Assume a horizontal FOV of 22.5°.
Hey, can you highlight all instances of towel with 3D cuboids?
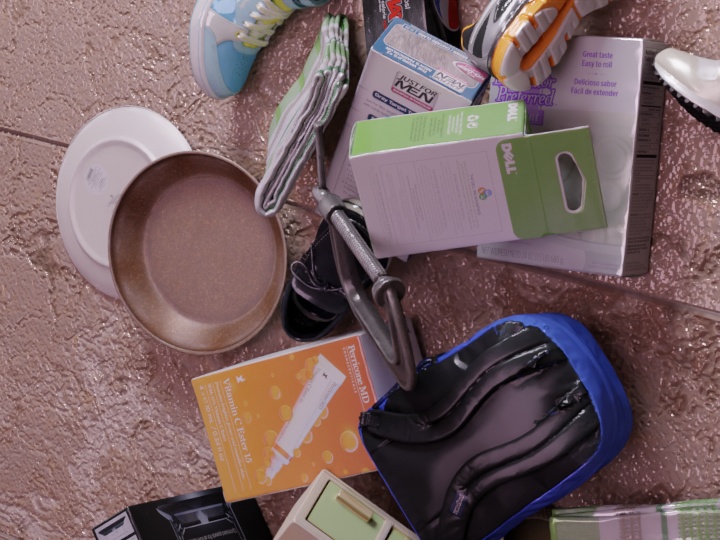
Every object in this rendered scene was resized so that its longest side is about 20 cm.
[{"bbox_3d":[-0.056,-0.146,1.633,0.031,0.200,0.150,26,111,-12],"label":"towel"},{"bbox_3d":[0.260,0.266,1.501,0.199,0.031,0.150,-5,90,13],"label":"towel"}]

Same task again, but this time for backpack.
[{"bbox_3d":[0.126,0.125,1.536,0.200,0.168,0.163,-40,78,26],"label":"backpack"}]

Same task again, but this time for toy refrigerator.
[{"bbox_3d":[0.022,0.272,1.614,0.200,0.076,0.070,36,130,-1],"label":"toy refrigerator"}]

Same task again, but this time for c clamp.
[{"bbox_3d":[0.000,0.000,1.505,0.200,0.027,0.171,-122,19,-44],"label":"c clamp"}]

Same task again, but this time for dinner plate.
[{"bbox_3d":[-0.244,-0.069,1.857,0.199,0.024,0.201,1,92,34],"label":"dinner plate"}]

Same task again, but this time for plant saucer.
[{"bbox_3d":[-0.155,-0.018,1.779,0.200,0.037,0.201,3,97,23],"label":"plant saucer"}]

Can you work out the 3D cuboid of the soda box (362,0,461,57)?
[{"bbox_3d":[0.045,-0.240,1.633,0.071,0.063,0.201,-5,90,32],"label":"soda box"}]

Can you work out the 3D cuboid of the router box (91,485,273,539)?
[{"bbox_3d":[-0.147,0.290,1.706,0.052,0.200,0.158,-33,75,27],"label":"router box"}]

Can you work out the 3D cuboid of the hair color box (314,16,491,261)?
[{"bbox_3d":[0.036,-0.113,1.588,0.100,0.061,0.200,28,135,7],"label":"hair color box"}]

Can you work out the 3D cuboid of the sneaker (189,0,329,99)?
[{"bbox_3d":[-0.085,-0.248,1.709,0.130,0.079,0.201,21,104,32],"label":"sneaker"}]

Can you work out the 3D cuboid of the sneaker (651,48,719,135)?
[{"bbox_3d":[0.333,-0.142,1.458,0.200,0.070,0.094,36,93,29],"label":"sneaker"}]

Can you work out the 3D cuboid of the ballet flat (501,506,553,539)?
[{"bbox_3d":[0.178,0.251,1.582,0.199,0.046,0.068,16,101,32],"label":"ballet flat"}]

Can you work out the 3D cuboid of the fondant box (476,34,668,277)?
[{"bbox_3d":[0.181,-0.102,1.555,0.144,0.058,0.201,8,96,33],"label":"fondant box"}]

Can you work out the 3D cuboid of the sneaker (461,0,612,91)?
[{"bbox_3d":[0.160,-0.241,1.515,0.200,0.078,0.077,-47,42,-15],"label":"sneaker"}]

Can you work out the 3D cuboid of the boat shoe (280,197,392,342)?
[{"bbox_3d":[-0.024,0.004,1.642,0.074,0.062,0.200,34,144,0],"label":"boat shoe"}]

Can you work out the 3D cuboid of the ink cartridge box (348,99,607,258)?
[{"bbox_3d":[0.098,-0.079,1.499,0.199,0.059,0.104,-7,124,12],"label":"ink cartridge box"}]

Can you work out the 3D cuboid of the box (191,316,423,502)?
[{"bbox_3d":[-0.040,0.131,1.683,0.199,0.097,0.125,-17,89,32],"label":"box"}]
